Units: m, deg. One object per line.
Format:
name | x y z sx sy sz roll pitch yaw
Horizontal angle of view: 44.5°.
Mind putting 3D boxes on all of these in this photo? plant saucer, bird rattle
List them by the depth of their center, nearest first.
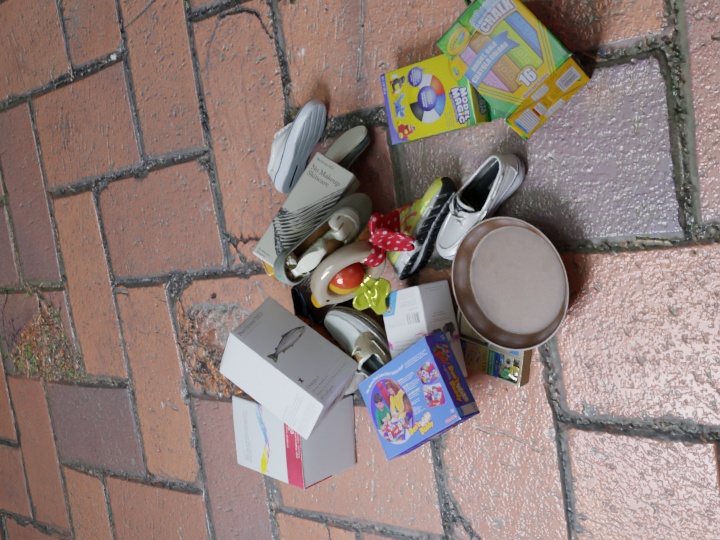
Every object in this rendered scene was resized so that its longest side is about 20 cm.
plant saucer | 0.226 0.017 1.308 0.199 0.034 0.203 13 111 37
bird rattle | 0.000 0.000 1.385 0.113 0.162 0.200 61 153 19

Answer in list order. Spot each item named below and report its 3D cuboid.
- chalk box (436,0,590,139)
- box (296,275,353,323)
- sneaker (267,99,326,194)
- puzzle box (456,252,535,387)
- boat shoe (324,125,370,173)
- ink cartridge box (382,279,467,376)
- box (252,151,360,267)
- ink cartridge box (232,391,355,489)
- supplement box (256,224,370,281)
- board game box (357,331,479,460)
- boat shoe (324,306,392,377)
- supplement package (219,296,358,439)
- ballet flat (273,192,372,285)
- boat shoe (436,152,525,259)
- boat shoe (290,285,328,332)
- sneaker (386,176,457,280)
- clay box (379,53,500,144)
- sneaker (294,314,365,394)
chalk box | 0.195 -0.302 1.207 0.124 0.124 0.201 -44 68 17
box | -0.079 -0.018 1.606 0.100 0.074 0.201 -48 65 39
sneaker | -0.126 -0.233 1.594 0.071 0.073 0.201 45 128 22
puzzle box | 0.211 0.068 1.379 0.132 0.025 0.202 18 113 41
boat shoe | -0.038 -0.177 1.548 0.062 0.073 0.200 34 128 -21
ink cartridge box | 0.105 0.126 1.443 0.115 0.067 0.203 -15 85 57
box | -0.089 -0.088 1.459 0.082 0.068 0.201 31 88 13
ink cartridge box | -0.129 0.305 1.684 0.199 0.144 0.147 7 105 42
supplement box | -0.075 -0.052 1.520 0.198 0.067 0.069 -22 76 8
board game box | 0.086 0.200 1.385 0.200 0.044 0.136 -41 66 47
boat shoe | 0.013 0.138 1.517 0.199 0.068 0.075 35 134 11
supplement package | -0.125 0.166 1.512 0.199 0.117 0.118 35 138 10
ballet flat | -0.050 -0.046 1.395 0.068 0.200 0.064 53 170 -19
boat shoe | 0.168 -0.096 1.333 0.200 0.065 0.072 -49 56 33
boat shoe | -0.105 0.117 1.667 0.084 0.068 0.203 -5 97 44
sneaker | 0.085 -0.080 1.427 0.090 0.078 0.201 50 130 26
clay box | 0.124 -0.270 1.360 0.199 0.047 0.116 -8 95 46
sneaker | -0.080 0.158 1.594 0.199 0.076 0.093 30 108 4
